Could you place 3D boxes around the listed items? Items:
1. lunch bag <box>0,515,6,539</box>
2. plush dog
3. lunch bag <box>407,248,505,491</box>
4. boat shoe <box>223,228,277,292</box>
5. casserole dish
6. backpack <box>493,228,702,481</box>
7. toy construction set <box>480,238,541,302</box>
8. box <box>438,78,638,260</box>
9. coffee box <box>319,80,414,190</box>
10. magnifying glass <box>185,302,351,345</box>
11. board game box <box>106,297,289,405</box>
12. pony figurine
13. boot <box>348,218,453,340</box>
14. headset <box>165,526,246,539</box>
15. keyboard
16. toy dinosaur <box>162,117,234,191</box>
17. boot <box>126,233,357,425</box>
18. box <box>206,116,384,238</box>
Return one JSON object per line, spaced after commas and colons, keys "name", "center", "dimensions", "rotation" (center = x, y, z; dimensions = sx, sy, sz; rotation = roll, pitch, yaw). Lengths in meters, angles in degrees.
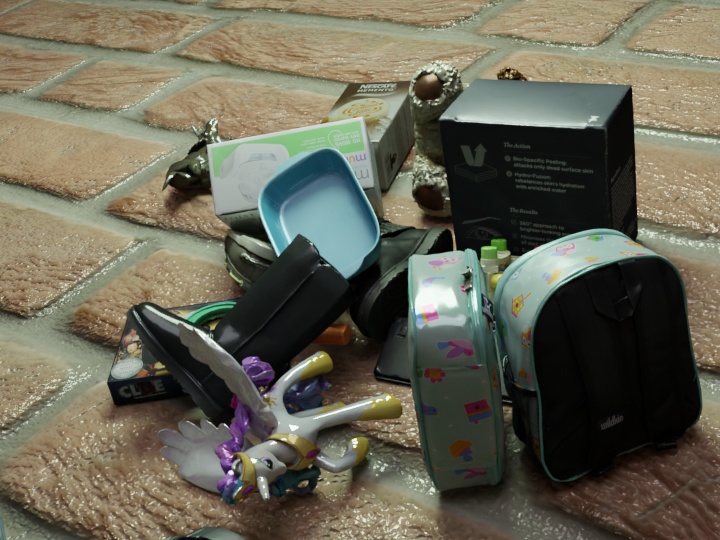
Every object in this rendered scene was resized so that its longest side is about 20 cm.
{"name": "lunch bag", "center": [-0.419, 0.259, 0.994], "dimensions": [0.198, 0.125, 0.170], "rotation": [-15, 32, -20]}
{"name": "plush dog", "center": [0.157, -0.178, 1.478], "dimensions": [0.170, 0.202, 0.160], "rotation": [0, 11, 9]}
{"name": "lunch bag", "center": [0.089, 0.084, 1.027], "dimensions": [0.076, 0.202, 0.161], "rotation": [-5, 30, 8]}
{"name": "boat shoe", "center": [-0.134, -0.010, 1.359], "dimensions": [0.072, 0.061, 0.202], "rotation": [20, 1, -14]}
{"name": "casserole dish", "center": [-0.043, -0.053, 1.265], "dimensions": [0.121, 0.039, 0.201], "rotation": [-32, 52, 6]}
{"name": "backpack", "center": [0.209, 0.063, 1.022], "dimensions": [0.174, 0.201, 0.154], "rotation": [-18, 31, -9]}
{"name": "toy construction set", "center": [0.197, 0.015, 1.207], "dimensions": [0.199, 0.093, 0.131], "rotation": [21, 19, 31]}
{"name": "box", "center": [0.211, -0.106, 1.294], "dimensions": [0.195, 0.201, 0.118], "rotation": [8, 36, 28]}
{"name": "coffee box", "center": [0.009, -0.198, 1.624], "dimensions": [0.113, 0.080, 0.200], "rotation": [1, 33, 19]}
{"name": "magnifying glass", "center": [-0.106, 0.066, 1.232], "dimensions": [0.198, 0.023, 0.080], "rotation": [0, 33, 22]}
{"name": "board game box", "center": [-0.178, 0.086, 1.273], "dimensions": [0.198, 0.035, 0.136], "rotation": [-9, 31, 5]}
{"name": "pony figurine", "center": [-0.090, 0.142, 1.068], "dimensions": [0.199, 0.168, 0.192], "rotation": [-18, 36, -41]}
{"name": "boot", "center": [0.000, 0.002, 1.305], "dimensions": [0.157, 0.080, 0.211], "rotation": [12, 30, 25]}
{"name": "headset", "center": [-0.132, 0.268, 0.903], "dimensions": [0.199, 0.125, 0.094], "rotation": [-11, 1, 36]}
{"name": "keyboard", "center": [0.119, 0.092, 1.181], "dimensions": [0.198, 0.040, 0.105], "rotation": [9, 60, 28]}
{"name": "toy dinosaur", "center": [-0.241, -0.149, 1.658], "dimensions": [0.102, 0.077, 0.200], "rotation": [-5, 35, 34]}
{"name": "boot", "center": [-0.125, 0.036, 1.176], "dimensions": [0.200, 0.165, 0.066], "rotation": [-45, -10, 3]}
{"name": "box", "center": [-0.077, -0.110, 1.419], "dimensions": [0.198, 0.098, 0.177], "rotation": [-9, -10, 5]}
